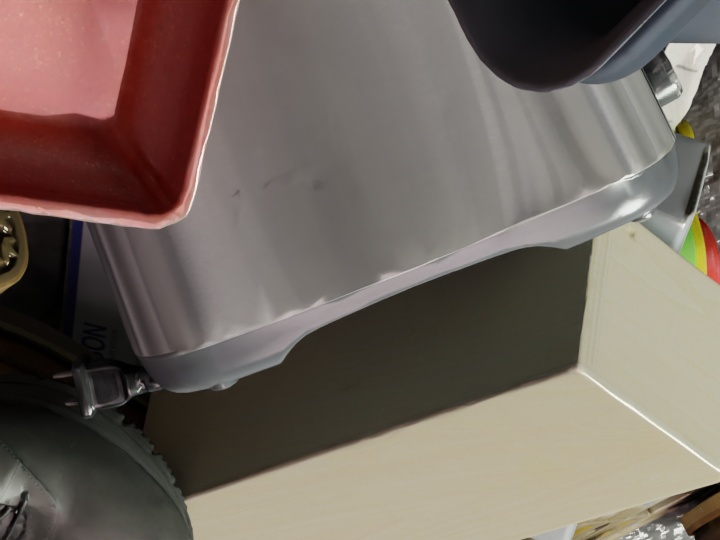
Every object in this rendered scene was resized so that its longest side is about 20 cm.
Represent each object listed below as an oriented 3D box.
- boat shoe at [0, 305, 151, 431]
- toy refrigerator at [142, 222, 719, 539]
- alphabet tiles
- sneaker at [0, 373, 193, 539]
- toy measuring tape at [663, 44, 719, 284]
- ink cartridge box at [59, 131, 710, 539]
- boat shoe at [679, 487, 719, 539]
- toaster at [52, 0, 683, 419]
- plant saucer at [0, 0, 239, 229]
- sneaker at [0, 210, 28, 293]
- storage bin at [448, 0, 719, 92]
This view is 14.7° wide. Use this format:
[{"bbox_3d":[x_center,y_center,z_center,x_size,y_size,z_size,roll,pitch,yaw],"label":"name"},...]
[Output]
[{"bbox_3d":[-0.112,0.067,0.965,0.199,0.068,0.072,19,140,-17],"label":"boat shoe"},{"bbox_3d":[0.021,0.044,0.900,0.199,0.070,0.076,-22,136,41],"label":"toy refrigerator"},{"bbox_3d":[0.140,0.075,1.112,0.167,0.008,0.200,-29,168,17],"label":"alphabet tiles"},{"bbox_3d":[-0.148,0.064,0.887,0.199,0.091,0.076,25,115,-2],"label":"sneaker"},{"bbox_3d":[0.104,-0.022,0.972,0.073,0.074,0.200,-1,143,-23],"label":"toy measuring tape"},{"bbox_3d":[0.000,0.000,0.951,0.199,0.041,0.200,18,142,3],"label":"ink cartridge box"},{"bbox_3d":[0.200,0.095,1.141,0.070,0.071,0.200,-23,170,-29],"label":"boat shoe"},{"bbox_3d":[-0.015,-0.053,0.801,0.199,0.130,0.114,-22,-169,5],"label":"toaster"},{"bbox_3d":[-0.118,-0.120,0.684,0.199,0.037,0.201,7,108,-21],"label":"plant saucer"},{"bbox_3d":[-0.202,-0.025,0.844,0.090,0.067,0.200,-30,145,31],"label":"sneaker"},{"bbox_3d":[0.077,-0.137,0.698,0.134,0.201,0.146,4,141,-43],"label":"storage bin"}]
